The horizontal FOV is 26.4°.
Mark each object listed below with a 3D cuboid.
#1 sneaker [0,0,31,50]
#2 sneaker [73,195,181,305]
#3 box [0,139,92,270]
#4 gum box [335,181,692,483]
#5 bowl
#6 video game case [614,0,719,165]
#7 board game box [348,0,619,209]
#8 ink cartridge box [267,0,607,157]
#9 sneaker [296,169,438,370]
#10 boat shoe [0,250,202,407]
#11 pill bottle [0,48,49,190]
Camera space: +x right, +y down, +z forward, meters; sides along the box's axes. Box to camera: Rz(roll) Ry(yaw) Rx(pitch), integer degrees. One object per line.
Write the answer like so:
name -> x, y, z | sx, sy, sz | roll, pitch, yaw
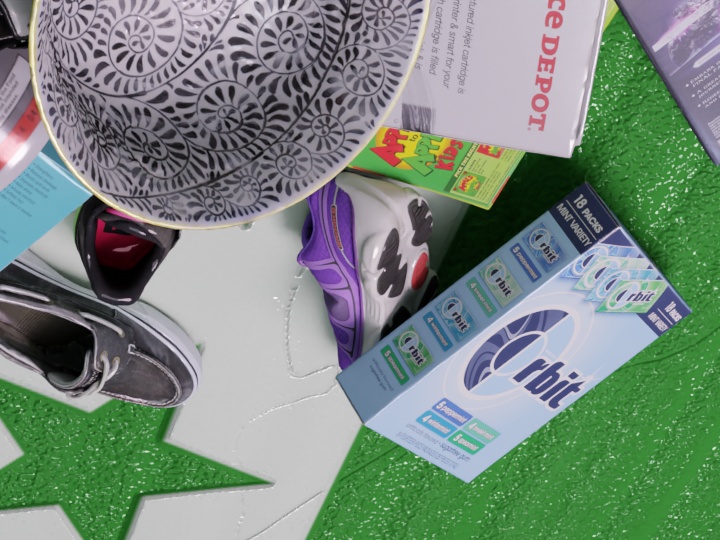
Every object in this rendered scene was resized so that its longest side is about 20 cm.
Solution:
sneaker -> -0.160, -0.133, 0.746 | 0.199, 0.080, 0.074 | 8, 149, -45
sneaker -> -0.119, -0.060, 0.891 | 0.076, 0.084, 0.201 | 5, 130, -17
box -> -0.242, -0.026, 0.897 | 0.200, 0.082, 0.049 | -37, 129, 19
gum box -> 0.106, 0.048, 1.007 | 0.200, 0.045, 0.170 | -39, 148, 9
bowl -> -0.074, -0.128, 0.703 | 0.200, 0.094, 0.202 | -18, 126, -28
video game case -> 0.232, -0.156, 0.890 | 0.143, 0.019, 0.200 | -36, 139, 10
board game box -> 0.075, -0.136, 0.890 | 0.101, 0.048, 0.200 | 16, 126, -23
ink cartridge box -> 0.028, -0.153, 0.790 | 0.199, 0.084, 0.147 | 11, 126, 7
sneaker -> 0.000, 0.000, 0.991 | 0.081, 0.083, 0.200 | -47, 155, -29
boat shoe -> -0.184, 0.050, 0.983 | 0.200, 0.071, 0.072 | 30, 119, -33
pill bottle -> -0.252, -0.129, 0.780 | 0.116, 0.116, 0.200 | -35, 129, 19
